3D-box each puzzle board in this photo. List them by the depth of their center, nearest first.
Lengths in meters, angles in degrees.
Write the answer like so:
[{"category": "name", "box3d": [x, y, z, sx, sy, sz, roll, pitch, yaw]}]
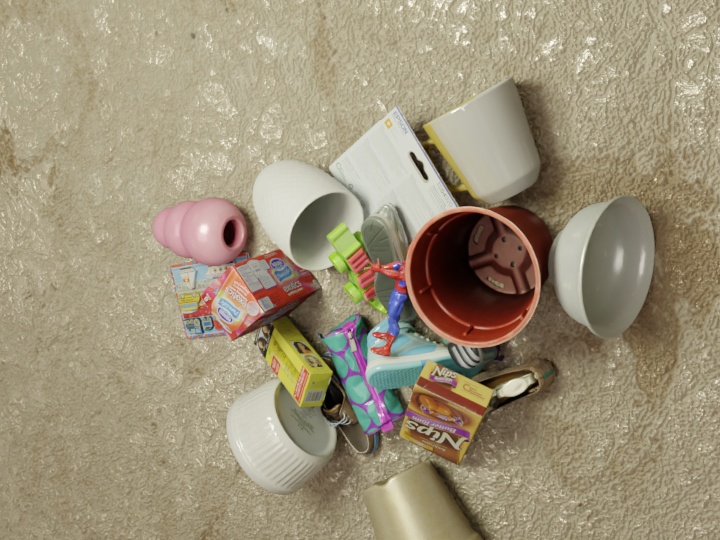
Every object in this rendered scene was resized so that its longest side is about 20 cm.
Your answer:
[{"category": "puzzle board", "box3d": [-0.281, 0.052, 1.625, 0.199, 0.017, 0.152, -9, 99, 29]}]

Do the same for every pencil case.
[{"category": "pencil case", "box3d": [0.004, 0.183, 1.463, 0.085, 0.092, 0.201, -25, 92, -10]}]

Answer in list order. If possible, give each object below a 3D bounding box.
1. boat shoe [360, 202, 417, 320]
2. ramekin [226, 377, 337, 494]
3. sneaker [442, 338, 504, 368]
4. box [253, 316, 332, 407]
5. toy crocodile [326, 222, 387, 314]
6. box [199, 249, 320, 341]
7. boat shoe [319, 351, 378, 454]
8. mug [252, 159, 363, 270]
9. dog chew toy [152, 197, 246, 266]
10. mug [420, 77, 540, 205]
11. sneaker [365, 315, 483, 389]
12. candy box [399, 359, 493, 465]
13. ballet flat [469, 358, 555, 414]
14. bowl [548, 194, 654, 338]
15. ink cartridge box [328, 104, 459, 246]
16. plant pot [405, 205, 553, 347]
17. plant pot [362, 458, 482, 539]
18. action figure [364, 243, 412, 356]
[{"category": "boat shoe", "box3d": [0.057, -0.009, 1.356, 0.074, 0.065, 0.203, 0, 123, 35]}, {"category": "ramekin", "box3d": [-0.133, 0.288, 1.501, 0.105, 0.200, 0.201, -38, 84, 26]}, {"category": "sneaker", "box3d": [0.160, 0.072, 1.373, 0.074, 0.087, 0.201, -47, 55, 38]}, {"category": "box", "box3d": [-0.124, 0.156, 1.496, 0.200, 0.050, 0.076, 45, 124, 45]}, {"category": "toy crocodile", "box3d": [0.000, 0.000, 1.388, 0.062, 0.067, 0.201, 40, 163, 46]}, {"category": "box", "box3d": [-0.170, 0.036, 1.455, 0.095, 0.200, 0.100, -38, 84, 28]}, {"category": "boat shoe", "box3d": [-0.037, 0.250, 1.511, 0.072, 0.072, 0.201, -29, 88, 31]}, {"category": "mug", "box3d": [-0.098, -0.087, 1.423, 0.175, 0.147, 0.201, 42, 154, 42]}, {"category": "dog chew toy", "box3d": [-0.307, -0.074, 1.553, 0.199, 0.124, 0.126, 6, 105, 35]}, {"category": "mug", "box3d": [0.189, -0.185, 1.264, 0.149, 0.186, 0.154, -31, 98, -11]}, {"category": "sneaker", "box3d": [0.102, 0.124, 1.407, 0.198, 0.131, 0.080, -3, 135, -5]}, {"category": "candy box", "box3d": [0.136, 0.235, 1.360, 0.116, 0.057, 0.201, 24, 148, 11]}, {"category": "ballet flat", "box3d": [0.221, 0.196, 1.363, 0.199, 0.067, 0.068, -32, 88, 31]}, {"category": "bowl", "box3d": [0.332, -0.010, 1.197, 0.090, 0.200, 0.203, 12, 109, 45]}, {"category": "ink cartridge box", "box3d": [0.061, -0.137, 1.354, 0.200, 0.043, 0.197, -34, 85, 45]}, {"category": "plant pot", "box3d": [0.196, -0.009, 1.249, 0.199, 0.195, 0.203, 7, 105, 26]}, {"category": "plant pot", "box3d": [0.099, 0.434, 1.433, 0.200, 0.200, 0.185, -32, 75, 30]}, {"category": "action figure", "box3d": [0.036, 0.033, 1.297, 0.098, 0.065, 0.201, 17, 122, -8]}]
